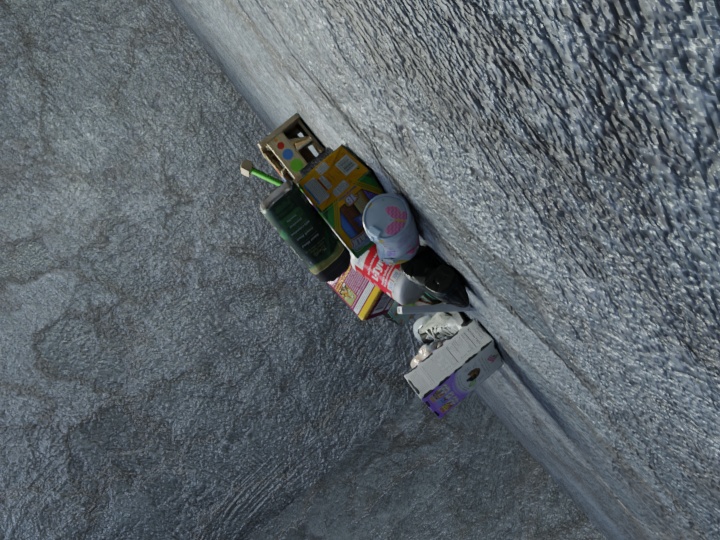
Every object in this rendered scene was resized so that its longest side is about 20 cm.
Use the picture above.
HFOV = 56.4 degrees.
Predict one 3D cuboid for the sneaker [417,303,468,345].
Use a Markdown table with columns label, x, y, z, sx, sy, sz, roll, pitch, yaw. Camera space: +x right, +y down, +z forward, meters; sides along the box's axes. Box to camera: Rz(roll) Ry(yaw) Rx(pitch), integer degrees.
| label | x | y | z | sx | sy | sz | roll | pitch | yaw |
| --- | --- | --- | --- | --- | --- | --- | --- | --- | --- |
| sneaker | 0.207 | 0.151 | 1.630 | 0.076 | 0.115 | 0.200 | 50 | 179 | -11 |

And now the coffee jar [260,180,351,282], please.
| label | x | y | z | sx | sy | sz | roll | pitch | yaw |
| --- | --- | --- | --- | --- | --- | --- | --- | --- | --- |
| coffee jar | -0.103 | -0.072 | 1.299 | 0.200 | 0.085 | 0.104 | 51 | -179 | -21 |

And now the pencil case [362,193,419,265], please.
| label | x | y | z | sx | sy | sz | roll | pitch | yaw |
| --- | --- | --- | --- | --- | --- | --- | --- | --- | --- |
| pencil case | 0.056 | -0.071 | 1.212 | 0.083 | 0.090 | 0.200 | 50 | 178 | 15 |

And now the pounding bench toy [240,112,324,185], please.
| label | x | y | z | sx | sy | sz | roll | pitch | yaw |
| --- | --- | --- | --- | --- | --- | --- | --- | --- | --- |
| pounding bench toy | -0.186 | -0.261 | 1.701 | 0.156 | 0.199 | 0.124 | 51 | 176 | 2 |

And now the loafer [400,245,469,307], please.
| label | x | y | z | sx | sy | sz | roll | pitch | yaw |
| --- | --- | --- | --- | --- | --- | --- | --- | --- | --- |
| loafer | 0.137 | 0.014 | 1.276 | 0.072 | 0.073 | 0.200 | 46 | -177 | -33 |

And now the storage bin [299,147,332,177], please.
| label | x | y | z | sx | sy | sz | roll | pitch | yaw |
| --- | --- | --- | --- | --- | --- | --- | --- | --- | --- |
| storage bin | -0.046 | -0.182 | 1.561 | 0.135 | 0.093 | 0.200 | 52 | 179 | -39 |

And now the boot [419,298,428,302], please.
| label | x | y | z | sx | sy | sz | roll | pitch | yaw |
| --- | --- | --- | --- | --- | --- | --- | --- | --- | --- |
| boot | 0.158 | 0.032 | 1.597 | 0.075 | 0.074 | 0.200 | 22 | -173 | -20 |

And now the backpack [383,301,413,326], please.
| label | x | y | z | sx | sy | sz | roll | pitch | yaw |
| --- | --- | --- | --- | --- | --- | --- | --- | --- | --- |
| backpack | 0.098 | 0.058 | 1.969 | 0.176 | 0.153 | 0.201 | 49 | -170 | -32 |

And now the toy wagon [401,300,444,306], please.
| label | x | y | z | sx | sy | sz | roll | pitch | yaw |
| --- | --- | --- | --- | --- | --- | --- | --- | --- | --- |
| toy wagon | 0.111 | 0.050 | 1.689 | 0.199 | 0.040 | 0.155 | 29 | -160 | 29 |

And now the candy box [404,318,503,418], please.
| label | x | y | z | sx | sy | sz | roll | pitch | yaw |
| --- | --- | --- | --- | --- | --- | --- | --- | --- | --- |
| candy box | 0.212 | 0.220 | 1.493 | 0.072 | 0.199 | 0.168 | 50 | 178 | 33 |

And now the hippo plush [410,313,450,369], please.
| label | x | y | z | sx | sy | sz | roll | pitch | yaw |
| --- | --- | --- | --- | --- | --- | --- | --- | --- | --- |
| hippo plush | 0.215 | 0.173 | 1.764 | 0.160 | 0.198 | 0.162 | 65 | -169 | -60 |

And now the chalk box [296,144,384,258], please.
| label | x | y | z | sx | sy | sz | roll | pitch | yaw |
| --- | --- | --- | --- | --- | --- | --- | --- | --- | --- |
| chalk box | -0.012 | -0.123 | 1.339 | 0.125 | 0.124 | 0.200 | 50 | 178 | 45 |

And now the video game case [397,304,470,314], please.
| label | x | y | z | sx | sy | sz | roll | pitch | yaw |
| --- | --- | --- | --- | --- | --- | --- | --- | --- | --- |
| video game case | 0.153 | 0.083 | 1.455 | 0.200 | 0.141 | 0.018 | 68 | -161 | -87 |

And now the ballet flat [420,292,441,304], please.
| label | x | y | z | sx | sy | sz | roll | pitch | yaw |
| --- | --- | --- | --- | --- | --- | --- | --- | --- | --- |
| ballet flat | 0.118 | 0.006 | 1.509 | 0.201 | 0.074 | 0.074 | 57 | -178 | 23 |

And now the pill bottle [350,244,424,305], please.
| label | x | y | z | sx | sy | sz | roll | pitch | yaw |
| --- | --- | --- | --- | --- | --- | --- | --- | --- | --- |
| pill bottle | 0.052 | -0.022 | 1.439 | 0.199 | 0.113 | 0.112 | 36 | 172 | 30 |

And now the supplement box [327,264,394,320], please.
| label | x | y | z | sx | sy | sz | roll | pitch | yaw |
| --- | --- | --- | --- | --- | --- | --- | --- | --- | --- |
| supplement box | 0.000 | 0.000 | 1.604 | 0.103 | 0.132 | 0.200 | -13 | -128 | -48 |
